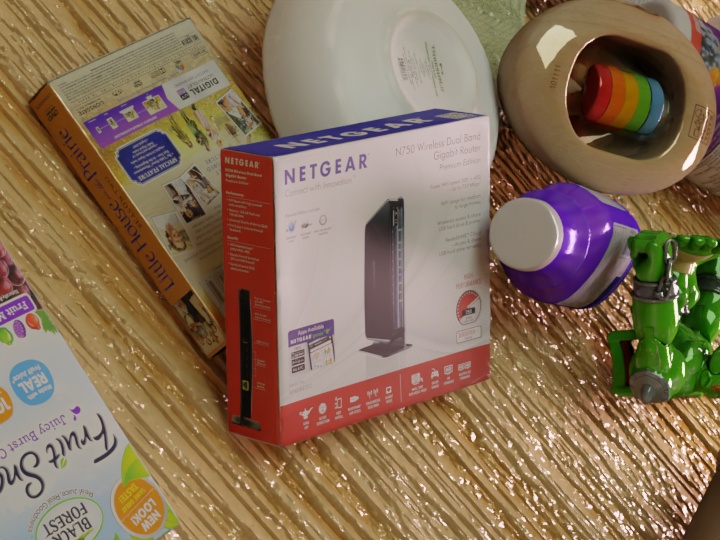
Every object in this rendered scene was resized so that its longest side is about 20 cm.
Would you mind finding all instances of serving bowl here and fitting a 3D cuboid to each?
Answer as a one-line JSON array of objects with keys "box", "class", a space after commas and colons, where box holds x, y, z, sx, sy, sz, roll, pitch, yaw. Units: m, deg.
[{"box": [0.028, -0.126, 1.541, 0.199, 0.066, 0.201, 18, 62, -38], "class": "serving bowl"}]

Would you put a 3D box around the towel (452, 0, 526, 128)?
[{"box": [0.049, -0.186, 1.671, 0.199, 0.036, 0.149, 15, 54, -33], "class": "towel"}]

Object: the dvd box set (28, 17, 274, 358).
[{"box": [-0.104, -0.057, 1.459, 0.200, 0.029, 0.146, 54, 43, 2], "class": "dvd box set"}]

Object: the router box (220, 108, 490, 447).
[{"box": [0.000, 0.000, 1.433, 0.199, 0.049, 0.181, -15, 109, -44], "class": "router box"}]

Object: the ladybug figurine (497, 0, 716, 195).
[{"box": [0.173, -0.124, 1.629, 0.199, 0.072, 0.137, 17, 86, -36], "class": "ladybug figurine"}]

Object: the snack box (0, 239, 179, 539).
[{"box": [-0.210, 0.093, 1.257, 0.142, 0.053, 0.201, -29, 84, -46], "class": "snack box"}]

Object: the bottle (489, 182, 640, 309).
[{"box": [0.136, -0.018, 1.550, 0.065, 0.084, 0.200, 38, 10, 17], "class": "bottle"}]

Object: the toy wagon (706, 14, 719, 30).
[{"box": [0.334, -0.170, 1.829, 0.040, 0.199, 0.155, -71, 156, -15], "class": "toy wagon"}]

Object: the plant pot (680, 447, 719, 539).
[{"box": [0.292, 0.206, 1.538, 0.173, 0.200, 0.200, -39, 91, -30], "class": "plant pot"}]

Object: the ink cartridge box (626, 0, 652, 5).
[{"box": [0.168, -0.295, 1.753, 0.199, 0.147, 0.084, 16, 22, -33], "class": "ink cartridge box"}]

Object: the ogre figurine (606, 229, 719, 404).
[{"box": [0.227, 0.034, 1.620, 0.097, 0.200, 0.121, 6, 91, 2], "class": "ogre figurine"}]

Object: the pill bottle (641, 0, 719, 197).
[{"box": [0.284, -0.120, 1.776, 0.199, 0.111, 0.112, 27, 49, -26], "class": "pill bottle"}]
